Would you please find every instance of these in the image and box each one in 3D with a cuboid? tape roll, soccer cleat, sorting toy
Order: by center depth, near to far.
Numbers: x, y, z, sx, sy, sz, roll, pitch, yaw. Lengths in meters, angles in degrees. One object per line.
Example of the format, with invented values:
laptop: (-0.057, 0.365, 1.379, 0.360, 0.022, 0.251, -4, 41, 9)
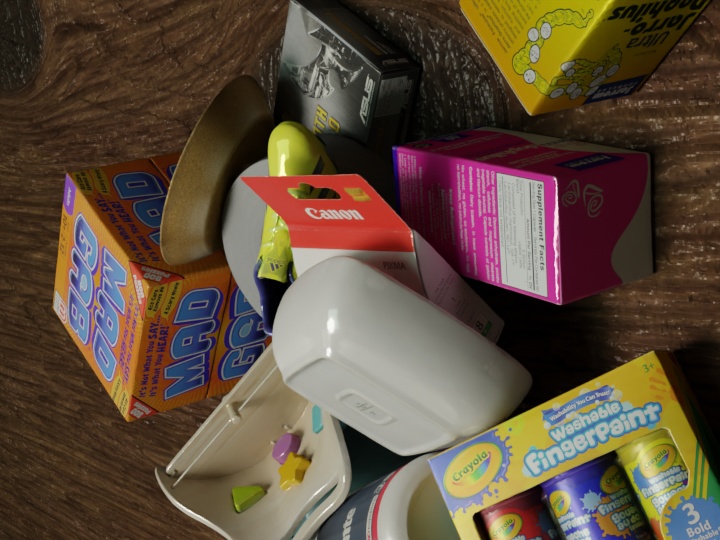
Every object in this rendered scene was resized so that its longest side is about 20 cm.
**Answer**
soccer cleat: (-0.060, -0.031, 1.171, 0.065, 0.084, 0.200, 17, 123, 28)
sorting toy: (-0.072, 0.179, 1.218, 0.200, 0.107, 0.180, -49, 33, 9)
tape roll: (-0.033, -0.024, 1.256, 0.200, 0.066, 0.200, 17, 123, 28)

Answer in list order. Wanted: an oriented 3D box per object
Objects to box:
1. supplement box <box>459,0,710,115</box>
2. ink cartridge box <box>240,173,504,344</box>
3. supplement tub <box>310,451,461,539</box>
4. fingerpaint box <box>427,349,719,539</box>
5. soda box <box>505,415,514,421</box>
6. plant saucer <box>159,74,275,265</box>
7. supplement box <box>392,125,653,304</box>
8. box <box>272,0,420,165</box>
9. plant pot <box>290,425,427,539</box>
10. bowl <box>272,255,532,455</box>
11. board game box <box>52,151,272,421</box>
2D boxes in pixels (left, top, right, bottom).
supplement box: (0.174, -0.215, 0.914, 0.110, 0.109, 0.200, 61, 145, 21)
ink cartridge box: (0.000, 0.000, 1.093, 0.161, 0.050, 0.200, 3, 148, 49)
supplement tub: (0.041, 0.245, 1.151, 0.200, 0.140, 0.140, -40, 69, 54)
fingerpaint box: (0.176, 0.176, 1.008, 0.200, 0.073, 0.167, -28, 76, 20)
soda box: (0.129, 0.235, 1.204, 0.068, 0.063, 0.200, 22, 120, 51)
plant saucer: (-0.130, -0.091, 1.298, 0.035, 0.200, 0.200, 24, 129, 11)
supplement box: (0.125, -0.049, 1.061, 0.200, 0.101, 0.103, 19, 119, 52)
box: (-0.022, -0.143, 1.296, 0.158, 0.048, 0.200, 45, 137, 37)
plant pot: (-0.022, 0.223, 1.363, 0.200, 0.135, 0.200, 27, 124, 50)
bowl: (0.021, 0.083, 1.094, 0.200, 0.075, 0.200, 33, 157, -10)
board game box: (-0.205, 0.009, 1.494, 0.200, 0.200, 0.200, 49, 139, 35)
